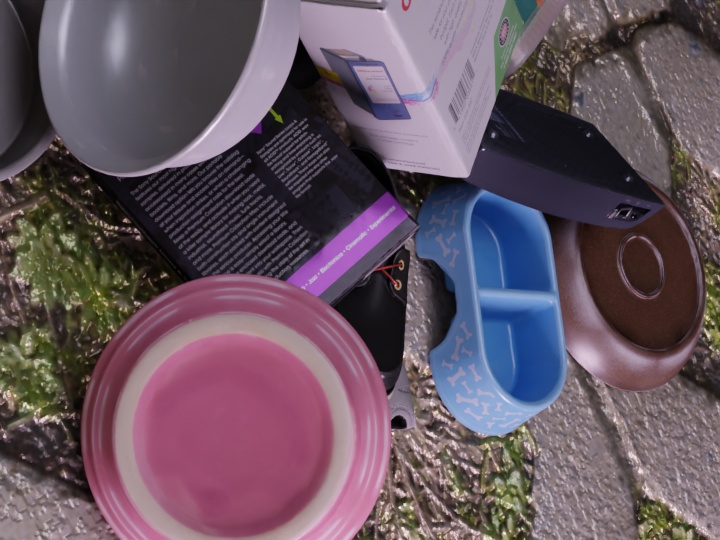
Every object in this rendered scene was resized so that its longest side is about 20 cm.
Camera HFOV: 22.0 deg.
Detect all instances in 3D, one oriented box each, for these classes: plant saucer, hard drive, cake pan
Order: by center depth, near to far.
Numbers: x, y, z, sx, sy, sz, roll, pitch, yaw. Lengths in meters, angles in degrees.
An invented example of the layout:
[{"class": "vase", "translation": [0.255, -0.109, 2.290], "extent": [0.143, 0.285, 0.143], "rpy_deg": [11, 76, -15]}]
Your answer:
[{"class": "cake pan", "translation": [-0.275, -0.144, 1.166], "extent": [0.199, 0.037, 0.202], "rpy_deg": [14, 68, -36]}, {"class": "plant saucer", "translation": [-0.079, 0.102, 1.167], "extent": [0.199, 0.051, 0.202], "rpy_deg": [0, 88, -1]}, {"class": "hard drive", "translation": [0.133, -0.093, 1.445], "extent": [0.199, 0.042, 0.135], "rpy_deg": [14, 29, -38]}, {"class": "plant saucer", "translation": [0.225, -0.001, 1.543], "extent": [0.199, 0.032, 0.202], "rpy_deg": [15, 66, -36]}]

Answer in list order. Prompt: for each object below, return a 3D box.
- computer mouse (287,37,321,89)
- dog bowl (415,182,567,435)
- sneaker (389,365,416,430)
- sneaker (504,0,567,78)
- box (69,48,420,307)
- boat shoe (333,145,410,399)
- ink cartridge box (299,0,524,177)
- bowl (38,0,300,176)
[{"class": "computer mouse", "translation": [-0.033, -0.206, 1.342], "extent": [0.139, 0.053, 0.200], "rpy_deg": [47, 36, -15]}, {"class": "dog bowl", "translation": [0.105, 0.023, 1.421], "extent": [0.111, 0.049, 0.202], "rpy_deg": [5, 72, -39]}, {"class": "sneaker", "translation": [-0.025, 0.112, 1.266], "extent": [0.199, 0.075, 0.082], "rpy_deg": [-31, 95, -42]}, {"class": "sneaker", "translation": [0.129, -0.246, 1.514], "extent": [0.080, 0.071, 0.201], "rpy_deg": [47, 53, -22]}, {"class": "box", "translation": [-0.078, -0.055, 1.235], "extent": [0.143, 0.036, 0.200], "rpy_deg": [-41, 87, -15]}, {"class": "boat shoe", "translation": [-0.002, -0.001, 1.284], "extent": [0.073, 0.063, 0.202], "rpy_deg": [16, 45, -26]}, {"class": "ink cartridge box", "translation": [0.034, -0.182, 1.292], "extent": [0.146, 0.087, 0.200], "rpy_deg": [-69, 153, -24]}, {"class": "bowl", "translation": [-0.105, -0.150, 1.168], "extent": [0.090, 0.200, 0.203], "rpy_deg": [15, 66, -49]}]
